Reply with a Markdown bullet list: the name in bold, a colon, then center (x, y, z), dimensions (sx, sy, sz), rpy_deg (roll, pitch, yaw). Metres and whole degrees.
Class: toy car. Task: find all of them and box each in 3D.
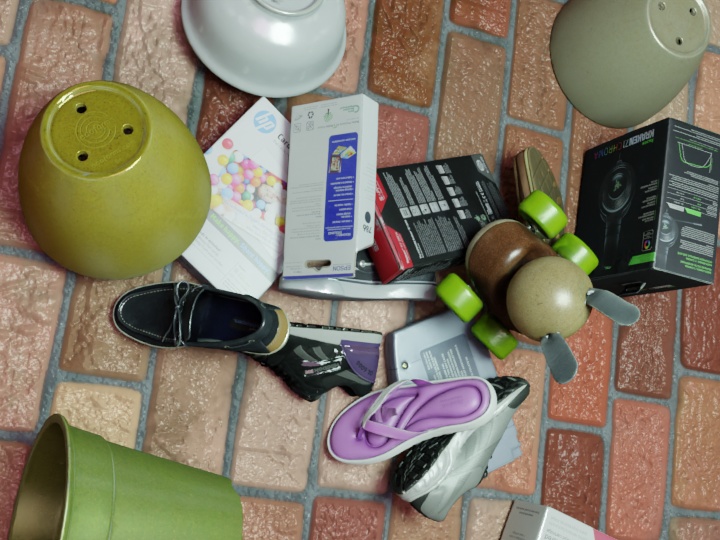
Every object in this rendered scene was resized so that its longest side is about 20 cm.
- **toy car**: center (0.208, 0.038, 0.937), dimensions (0.164, 0.200, 0.158), rpy_deg (-45, 124, 2)

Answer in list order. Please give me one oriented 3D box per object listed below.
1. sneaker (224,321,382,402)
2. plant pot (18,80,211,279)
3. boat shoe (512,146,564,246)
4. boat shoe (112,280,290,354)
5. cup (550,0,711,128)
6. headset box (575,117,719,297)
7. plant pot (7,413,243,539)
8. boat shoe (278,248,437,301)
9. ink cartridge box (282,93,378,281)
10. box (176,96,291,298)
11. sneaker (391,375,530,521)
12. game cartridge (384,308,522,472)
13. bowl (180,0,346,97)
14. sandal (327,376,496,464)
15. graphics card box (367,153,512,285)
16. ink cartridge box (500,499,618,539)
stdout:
- **sneaker**: center (-0.070, 0.102, 0.965), dimensions (0.199, 0.076, 0.088), rpy_deg (7, 86, -19)
- **plant pot**: center (-0.250, -0.108, 0.861), dimensions (0.198, 0.142, 0.202), rpy_deg (3, 71, -8)
- **boat shoe**: center (0.218, -0.052, 1.088), dimensions (0.072, 0.067, 0.202), rpy_deg (-17, 94, -54)
- **boat shoe**: center (-0.172, 0.047, 0.899), dimensions (0.198, 0.062, 0.075), rpy_deg (7, 76, 17)
- **cup**: center (0.375, -0.305, 1.145), dimensions (0.199, 0.143, 0.202), rpy_deg (3, 82, -20)
- **headset box**: center (0.357, -0.065, 1.090), dimensions (0.092, 0.174, 0.202), rpy_deg (13, 80, -19)
- **plant pot**: center (-0.223, 0.253, 0.843), dimensions (0.189, 0.200, 0.202), rpy_deg (15, 78, -31)
- **boat shoe**: center (0.000, 0.000, 1.004), dimensions (0.199, 0.072, 0.068), rpy_deg (2, 84, -23)
- **ink cartridge box**: center (-0.033, -0.086, 0.947), dimensions (0.039, 0.099, 0.202), rpy_deg (18, 74, -57)
- **box**: center (-0.125, -0.073, 0.984), dimensions (0.156, 0.041, 0.200), rpy_deg (45, 70, -9)
- **sneaker**: center (0.124, 0.199, 0.993), dimensions (0.200, 0.074, 0.079), rpy_deg (-44, 108, -13)
- **game cartridge**: center (0.107, 0.153, 1.043), dimensions (0.132, 0.042, 0.201), rpy_deg (-19, 90, -17)
- **bowl**: center (-0.097, -0.306, 0.979), dimensions (0.200, 0.090, 0.203), rpy_deg (7, 68, -18)
- **sandal**: center (0.050, 0.155, 0.965), dimensions (0.201, 0.050, 0.083), rpy_deg (-20, 53, 12)
- **graphics card box**: center (0.087, -0.065, 1.017), dimensions (0.199, 0.051, 0.126), rpy_deg (-14, 74, -36)
- **ink cartridge box**: center (0.225, 0.397, 1.027), dimensions (0.144, 0.084, 0.201), rpy_deg (27, 74, -14)
